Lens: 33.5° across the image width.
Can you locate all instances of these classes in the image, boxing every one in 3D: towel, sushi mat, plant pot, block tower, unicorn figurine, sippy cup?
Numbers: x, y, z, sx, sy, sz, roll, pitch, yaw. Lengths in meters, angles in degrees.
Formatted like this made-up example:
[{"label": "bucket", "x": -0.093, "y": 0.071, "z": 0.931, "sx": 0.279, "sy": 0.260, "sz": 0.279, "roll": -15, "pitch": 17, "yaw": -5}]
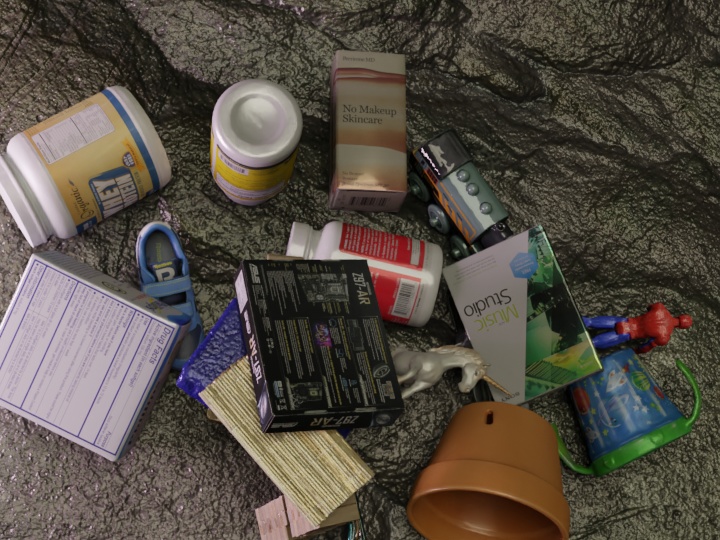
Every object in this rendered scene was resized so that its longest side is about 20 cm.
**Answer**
[{"label": "towel", "x": -0.023, "y": 0.241, "z": 1.472, "sx": 0.021, "sy": 0.147, "sz": 0.202, "roll": -12, "pitch": 75, "yaw": -2}, {"label": "sushi mat", "x": -0.082, "y": 0.181, "z": 1.332, "sx": 0.096, "sy": 0.012, "sz": 0.200, "roll": -39, "pitch": 82, "yaw": -22}, {"label": "plant pot", "x": 0.168, "y": 0.257, "z": 1.483, "sx": 0.198, "sy": 0.201, "sz": 0.141, "roll": 19, "pitch": 56, "yaw": -3}, {"label": "towel", "x": -0.096, "y": 0.132, "z": 1.382, "sx": 0.199, "sy": 0.050, "sz": 0.148, "roll": 35, "pitch": 65, "yaw": 2}, {"label": "block tower", "x": -0.066, "y": 0.290, "z": 1.428, "sx": 0.057, "sy": 0.200, "sz": 0.055, "roll": -6, "pitch": 74, "yaw": -27}, {"label": "unicorn figurine", "x": 0.068, "y": 0.132, "z": 1.506, "sx": 0.137, "sy": 0.199, "sz": 0.074, "roll": -32, "pitch": 122, "yaw": -31}, {"label": "sippy cup", "x": 0.336, "y": 0.178, "z": 1.544, "sx": 0.176, "sy": 0.140, "sz": 0.131, "roll": -21, "pitch": 76, "yaw": -17}]

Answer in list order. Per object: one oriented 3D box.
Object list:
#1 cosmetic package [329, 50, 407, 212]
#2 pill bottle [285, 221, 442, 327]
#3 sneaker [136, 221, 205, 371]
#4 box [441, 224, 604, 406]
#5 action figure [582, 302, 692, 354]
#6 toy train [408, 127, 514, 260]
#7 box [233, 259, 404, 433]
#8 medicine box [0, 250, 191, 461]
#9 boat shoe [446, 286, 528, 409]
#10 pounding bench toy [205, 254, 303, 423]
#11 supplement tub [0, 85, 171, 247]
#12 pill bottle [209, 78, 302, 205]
[{"label": "cosmetic package", "x": 0.010, "y": -0.189, "z": 1.632, "sx": 0.102, "sy": 0.087, "sz": 0.202, "roll": 1, "pitch": 74, "yaw": -8}, {"label": "pill bottle", "x": 0.000, "y": 0.000, "z": 1.563, "sx": 0.198, "sy": 0.112, "sz": 0.113, "roll": 13, "pitch": 72, "yaw": -5}, {"label": "sneaker", "x": -0.247, "y": 0.030, "z": 1.531, "sx": 0.073, "sy": 0.082, "sz": 0.202, "roll": -15, "pitch": 79, "yaw": -14}, {"label": "box", "x": 0.205, "y": 0.062, "z": 1.520, "sx": 0.143, "sy": 0.036, "sz": 0.202, "roll": -25, "pitch": 78, "yaw": 12}, {"label": "action figure", "x": 0.348, "y": 0.084, "z": 1.626, "sx": 0.198, "sy": 0.099, "sz": 0.066, "roll": -8, "pitch": 77, "yaw": 12}, {"label": "toy train", "x": 0.135, "y": -0.095, "z": 1.610, "sx": 0.085, "sy": 0.114, "sz": 0.201, "roll": -30, "pitch": 80, "yaw": -15}, {"label": "box", "x": -0.049, "y": 0.081, "z": 1.359, "sx": 0.159, "sy": 0.044, "sz": 0.201, "roll": -1, "pitch": 58, "yaw": -24}, {"label": "medicine box", "x": -0.335, "y": 0.100, "z": 1.456, "sx": 0.199, "sy": 0.103, "sz": 0.183, "roll": 26, "pitch": 94, "yaw": -2}, {"label": "boat shoe", "x": 0.152, "y": 0.108, "z": 1.576, "sx": 0.070, "sy": 0.072, "sz": 0.201, "roll": -22, "pitch": 79, "yaw": -15}, {"label": "pounding bench toy", "x": -0.111, "y": 0.093, "z": 1.494, "sx": 0.123, "sy": 0.156, "sz": 0.202, "roll": 13, "pitch": 73, "yaw": -5}, {"label": "supplement tub", "x": -0.358, "y": -0.131, "z": 1.527, "sx": 0.199, "sy": 0.145, "sz": 0.145, "roll": -31, "pitch": 81, "yaw": -15}, {"label": "pill bottle", "x": -0.137, "y": -0.156, "z": 1.540, "sx": 0.111, "sy": 0.200, "sz": 0.114, "roll": 2, "pitch": 74, "yaw": -8}]
